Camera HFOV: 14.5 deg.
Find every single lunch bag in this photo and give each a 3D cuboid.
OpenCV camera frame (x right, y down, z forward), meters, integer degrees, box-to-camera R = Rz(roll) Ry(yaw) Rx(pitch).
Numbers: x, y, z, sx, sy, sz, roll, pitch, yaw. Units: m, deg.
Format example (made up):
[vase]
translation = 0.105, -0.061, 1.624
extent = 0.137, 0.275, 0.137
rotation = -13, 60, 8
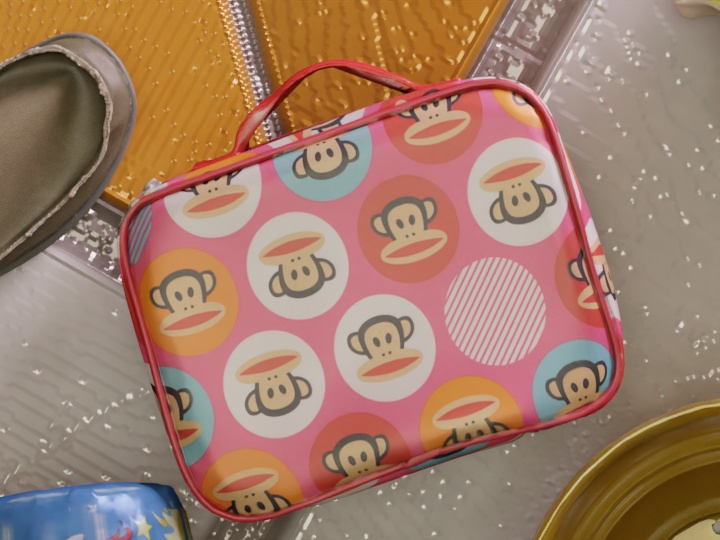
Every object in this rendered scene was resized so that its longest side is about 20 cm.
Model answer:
[lunch bag]
translation = 0.000, 0.000, 1.191
extent = 0.199, 0.082, 0.177
rotation = -16, 90, 3

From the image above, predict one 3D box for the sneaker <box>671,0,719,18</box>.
[sneaker]
translation = 0.205, -0.065, 1.193
extent = 0.076, 0.075, 0.200
rotation = -33, 78, 11

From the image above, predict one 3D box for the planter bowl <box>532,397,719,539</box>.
[planter bowl]
translation = 0.162, 0.150, 1.189
extent = 0.200, 0.083, 0.201
rotation = 0, 91, 2

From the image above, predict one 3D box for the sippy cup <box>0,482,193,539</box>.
[sippy cup]
translation = -0.116, 0.158, 1.182
extent = 0.177, 0.140, 0.131
rotation = -3, 81, -20

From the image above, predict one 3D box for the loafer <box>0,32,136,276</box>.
[loafer]
translation = -0.176, -0.022, 1.202
extent = 0.200, 0.070, 0.075
rotation = -44, 90, 3
